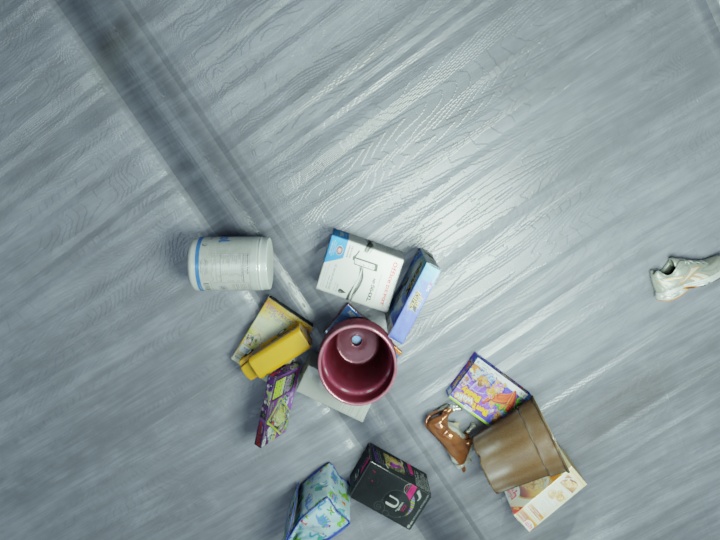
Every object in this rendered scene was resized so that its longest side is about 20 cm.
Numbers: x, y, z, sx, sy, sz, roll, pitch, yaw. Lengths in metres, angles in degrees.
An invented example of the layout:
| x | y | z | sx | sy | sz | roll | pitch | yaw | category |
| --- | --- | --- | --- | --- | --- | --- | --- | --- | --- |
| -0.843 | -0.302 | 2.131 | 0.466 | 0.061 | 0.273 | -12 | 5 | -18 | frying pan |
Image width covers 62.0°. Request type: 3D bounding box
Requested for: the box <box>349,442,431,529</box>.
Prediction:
| x | y | z | sx | sy | sz | roll | pitch | yaw | category |
| --- | --- | --- | --- | --- | --- | --- | --- | --- | --- |
| 0.080 | 0.589 | 1.642 | 0.196 | 0.106 | 0.124 | 30 | 100 | -6 | box |

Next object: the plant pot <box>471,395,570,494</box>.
| x | y | z | sx | sy | sz | roll | pitch | yaw | category |
| --- | --- | --- | --- | --- | --- | --- | --- | --- | --- |
| 0.400 | 0.457 | 1.533 | 0.194 | 0.201 | 0.204 | -27 | 102 | 8 | plant pot |

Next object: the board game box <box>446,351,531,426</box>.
| x | y | z | sx | sy | sz | roll | pitch | yaw | category |
| --- | --- | --- | --- | --- | --- | --- | --- | --- | --- |
| 0.349 | 0.336 | 1.619 | 0.198 | 0.045 | 0.136 | 35 | 100 | -8 | board game box |

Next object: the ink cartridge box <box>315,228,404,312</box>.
| x | y | z | sx | sy | sz | roll | pitch | yaw | category |
| --- | --- | --- | --- | --- | --- | --- | --- | --- | --- |
| 0.000 | 0.000 | 1.520 | 0.194 | 0.084 | 0.150 | 18 | 102 | -4 | ink cartridge box |

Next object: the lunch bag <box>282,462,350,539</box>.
| x | y | z | sx | sy | sz | roll | pitch | yaw | category |
| --- | --- | --- | --- | --- | --- | --- | --- | --- | --- |
| -0.129 | 0.649 | 1.620 | 0.199 | 0.170 | 0.128 | -41 | 101 | 10 | lunch bag |

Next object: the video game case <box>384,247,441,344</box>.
| x | y | z | sx | sy | sz | roll | pitch | yaw | category |
| --- | --- | --- | --- | --- | --- | --- | --- | --- | --- |
| 0.125 | 0.057 | 1.484 | 0.044 | 0.182 | 0.204 | 25 | 101 | -7 | video game case |

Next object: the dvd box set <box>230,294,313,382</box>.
| x | y | z | sx | sy | sz | roll | pitch | yaw | category |
| --- | --- | --- | --- | --- | --- | --- | --- | --- | --- |
| -0.234 | 0.188 | 1.586 | 0.144 | 0.029 | 0.203 | 32 | 101 | -7 | dvd box set |

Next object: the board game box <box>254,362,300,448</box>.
| x | y | z | sx | sy | sz | roll | pitch | yaw | category |
| --- | --- | --- | --- | --- | --- | --- | --- | --- | --- |
| -0.217 | 0.352 | 1.574 | 0.032 | 0.119 | 0.206 | 22 | 108 | 28 | board game box |

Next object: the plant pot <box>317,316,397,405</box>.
| x | y | z | sx | sy | sz | roll | pitch | yaw | category |
| --- | --- | --- | --- | --- | --- | --- | --- | --- | --- |
| -0.007 | 0.205 | 1.498 | 0.193 | 0.179 | 0.207 | 0 | 103 | 0 | plant pot |

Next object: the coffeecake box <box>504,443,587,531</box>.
| x | y | z | sx | sy | sz | roll | pitch | yaw | category |
| --- | --- | --- | --- | --- | --- | --- | --- | --- | --- |
| 0.489 | 0.574 | 1.618 | 0.200 | 0.154 | 0.073 | -44 | 100 | 8 | coffeecake box |

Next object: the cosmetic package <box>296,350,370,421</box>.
| x | y | z | sx | sy | sz | roll | pitch | yaw | category |
| --- | --- | --- | --- | --- | --- | --- | --- | --- | --- |
| -0.065 | 0.303 | 1.577 | 0.195 | 0.107 | 0.092 | 24 | 102 | -4 | cosmetic package |

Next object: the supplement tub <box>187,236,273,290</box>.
| x | y | z | sx | sy | sz | roll | pitch | yaw | category |
| --- | --- | --- | --- | --- | --- | --- | --- | --- | --- |
| -0.320 | -0.017 | 1.489 | 0.193 | 0.132 | 0.137 | -1 | 103 | -2 | supplement tub |

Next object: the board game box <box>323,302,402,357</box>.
| x | y | z | sx | sy | sz | roll | pitch | yaw | category |
| --- | --- | --- | --- | --- | --- | --- | --- | --- | --- |
| 0.007 | 0.190 | 1.596 | 0.199 | 0.019 | 0.103 | 42 | 101 | -9 | board game box |

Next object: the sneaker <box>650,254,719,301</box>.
| x | y | z | sx | sy | sz | roll | pitch | yaw | category |
| --- | --- | --- | --- | --- | --- | --- | --- | --- | --- |
| 0.841 | -0.002 | 1.537 | 0.196 | 0.076 | 0.094 | -28 | 97 | 4 | sneaker |

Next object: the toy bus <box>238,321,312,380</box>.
| x | y | z | sx | sy | sz | roll | pitch | yaw | category |
| --- | --- | --- | --- | --- | --- | --- | --- | --- | --- |
| -0.220 | 0.212 | 1.535 | 0.197 | 0.078 | 0.066 | -32 | 102 | 7 | toy bus |

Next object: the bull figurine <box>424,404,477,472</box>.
| x | y | z | sx | sy | sz | roll | pitch | yaw | category |
| --- | --- | --- | --- | --- | --- | --- | --- | --- | --- |
| 0.263 | 0.453 | 1.635 | 0.121 | 0.065 | 0.200 | -43 | 105 | 1 | bull figurine |
